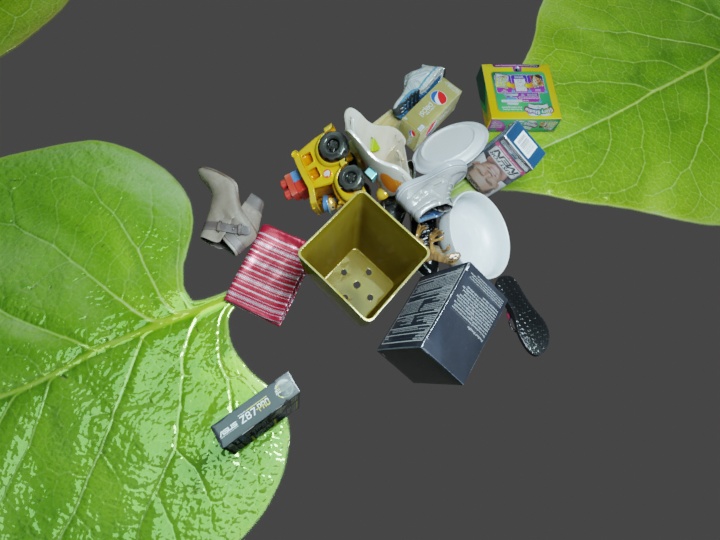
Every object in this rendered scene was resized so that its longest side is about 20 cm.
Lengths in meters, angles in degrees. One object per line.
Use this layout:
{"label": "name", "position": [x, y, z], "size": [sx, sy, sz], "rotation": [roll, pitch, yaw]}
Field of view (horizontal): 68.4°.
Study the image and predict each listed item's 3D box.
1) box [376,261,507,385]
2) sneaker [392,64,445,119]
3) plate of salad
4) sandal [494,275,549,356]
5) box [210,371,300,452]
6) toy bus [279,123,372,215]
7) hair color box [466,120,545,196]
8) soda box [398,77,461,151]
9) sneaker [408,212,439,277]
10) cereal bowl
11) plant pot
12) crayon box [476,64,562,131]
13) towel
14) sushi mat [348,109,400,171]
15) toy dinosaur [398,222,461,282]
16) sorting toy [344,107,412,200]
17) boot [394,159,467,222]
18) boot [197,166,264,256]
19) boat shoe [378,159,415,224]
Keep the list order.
{"label": "box", "position": [0.160, 0.113, 1.069], "size": [0.123, 0.199, 0.201], "rotation": [40, 68, -12]}
{"label": "sneaker", "position": [0.136, -0.470, 1.386], "size": [0.085, 0.076, 0.200], "rotation": [31, 62, 25]}
{"label": "plate of salad", "position": [0.220, -0.292, 1.293], "size": [0.195, 0.049, 0.203], "rotation": [-20, 39, 16]}
{"label": "sandal", "position": [0.362, 0.104, 1.197], "size": [0.073, 0.046, 0.204], "rotation": [-9, 55, -15]}
{"label": "box", "position": [-0.186, 0.268, 0.978], "size": [0.159, 0.201, 0.050], "rotation": [-32, 75, -17]}
{"label": "toy bus", "position": [-0.083, -0.198, 1.221], "size": [0.188, 0.136, 0.204], "rotation": [-28, 75, 2]}
{"label": "hair color box", "position": [0.324, -0.251, 1.233], "size": [0.100, 0.200, 0.061], "rotation": [46, 69, -5]}
{"label": "soda box", "position": [0.175, -0.398, 1.346], "size": [0.063, 0.068, 0.200], "rotation": [38, 63, 9]}
{"label": "sneaker", "position": [0.146, -0.093, 1.207], "size": [0.070, 0.112, 0.207], "rotation": [-4, 69, -7]}
{"label": "cereal bowl", "position": [0.246, -0.070, 1.207], "size": [0.195, 0.082, 0.207], "rotation": [12, 69, -34]}
{"label": "plant pot", "position": [0.000, 0.000, 1.119], "size": [0.199, 0.177, 0.200], "rotation": [41, 69, 11]}
{"label": "crayon box", "position": [0.420, -0.460, 1.414], "size": [0.192, 0.059, 0.178], "rotation": [-2, 70, -7]}
{"label": "towel", "position": [-0.197, 0.005, 1.179], "size": [0.141, 0.023, 0.204], "rotation": [23, 68, 4]}
{"label": "sushi mat", "position": [0.043, -0.325, 1.341], "size": [0.199, 0.012, 0.096], "rotation": [-41, 76, -20]}
{"label": "toy dinosaur", "position": [0.130, -0.037, 1.128], "size": [0.059, 0.198, 0.110], "rotation": [22, 72, -28]}
{"label": "sorting toy", "position": [0.026, -0.280, 1.209], "size": [0.105, 0.180, 0.203], "rotation": [-32, 34, 23]}
{"label": "boot", "position": [0.175, -0.166, 1.153], "size": [0.196, 0.074, 0.096], "rotation": [-27, 62, -20]}
{"label": "boot", "position": [-0.316, -0.130, 1.194], "size": [0.196, 0.071, 0.149], "rotation": [28, 70, 5]}
{"label": "boat shoe", "position": [0.084, -0.175, 1.258], "size": [0.071, 0.065, 0.206], "rotation": [16, 68, -1]}
